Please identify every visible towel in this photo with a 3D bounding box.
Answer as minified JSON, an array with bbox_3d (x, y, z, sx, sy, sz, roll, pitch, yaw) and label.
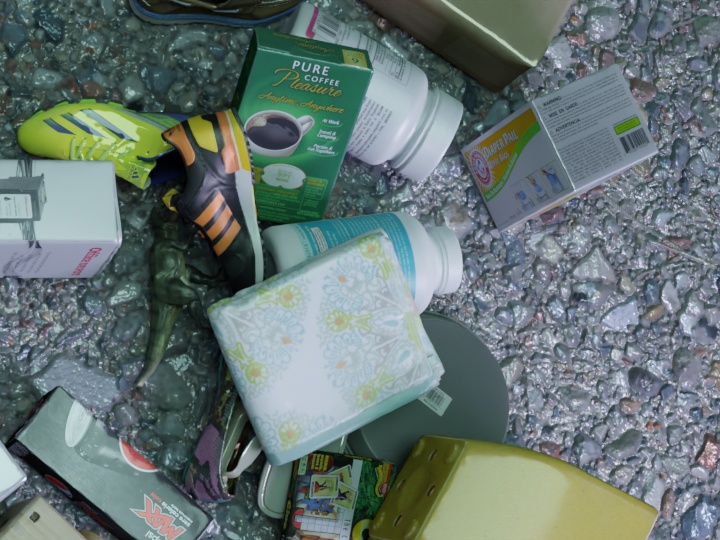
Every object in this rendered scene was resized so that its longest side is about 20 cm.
[{"bbox_3d":[-0.031,0.072,1.699,0.199,0.048,0.172,-26,104,-16],"label":"towel"}]

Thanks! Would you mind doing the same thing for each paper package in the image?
[{"bbox_3d":[0.129,-0.326,1.901,0.199,0.103,0.191,33,70,-10],"label":"paper package"}]

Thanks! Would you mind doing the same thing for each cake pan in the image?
[{"bbox_3d":[0.069,0.138,1.821,0.199,0.037,0.202,4,78,-19],"label":"cake pan"}]

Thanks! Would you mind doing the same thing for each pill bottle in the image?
[{"bbox_3d":[-0.001,-0.180,1.818,0.199,0.113,0.114,29,71,-12],"label":"pill bottle"},{"bbox_3d":[0.000,0.000,1.784,0.199,0.111,0.112,-7,82,-20],"label":"pill bottle"}]

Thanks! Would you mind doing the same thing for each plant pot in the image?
[{"bbox_3d":[0.128,0.260,1.710,0.200,0.195,0.195,34,77,-18],"label":"plant pot"}]

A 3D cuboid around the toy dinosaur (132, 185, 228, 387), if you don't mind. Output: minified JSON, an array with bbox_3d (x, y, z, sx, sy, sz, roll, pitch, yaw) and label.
[{"bbox_3d":[-0.175,0.020,1.756,0.088,0.047,0.201,7,81,-15],"label":"toy dinosaur"}]

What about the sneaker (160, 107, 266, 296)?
[{"bbox_3d":[-0.146,-0.058,1.712,0.089,0.070,0.201,-10,115,-9],"label":"sneaker"}]

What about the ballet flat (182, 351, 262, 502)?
[{"bbox_3d":[-0.114,0.134,1.734,0.071,0.069,0.201,9,73,28],"label":"ballet flat"}]

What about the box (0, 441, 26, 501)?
[{"bbox_3d":[-0.438,0.170,1.558,0.199,0.171,0.200,-37,93,-22],"label":"box"}]

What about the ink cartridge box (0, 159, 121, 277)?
[{"bbox_3d":[-0.336,-0.047,1.653,0.199,0.145,0.084,-1,77,-20],"label":"ink cartridge box"}]

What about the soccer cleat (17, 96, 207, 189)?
[{"bbox_3d":[-0.237,-0.120,1.731,0.199,0.065,0.084,1,64,-9],"label":"soccer cleat"}]

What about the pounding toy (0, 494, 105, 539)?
[{"bbox_3d":[-0.254,0.289,1.586,0.184,0.200,0.142,45,68,-7],"label":"pounding toy"}]

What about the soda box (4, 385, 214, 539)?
[{"bbox_3d":[-0.239,0.201,1.683,0.200,0.063,0.071,42,69,-8],"label":"soda box"}]

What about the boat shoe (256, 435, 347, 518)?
[{"bbox_3d":[-0.053,0.150,1.758,0.075,0.062,0.201,25,86,-28],"label":"boat shoe"}]

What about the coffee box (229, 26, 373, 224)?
[{"bbox_3d":[-0.072,-0.138,1.748,0.122,0.201,0.044,9,36,-14],"label":"coffee box"}]

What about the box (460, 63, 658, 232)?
[{"bbox_3d":[0.202,-0.124,1.834,0.112,0.200,0.102,-25,88,-20],"label":"box"}]

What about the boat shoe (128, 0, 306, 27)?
[{"bbox_3d":[-0.135,-0.292,1.814,0.199,0.072,0.073,-12,84,-22],"label":"boat shoe"}]

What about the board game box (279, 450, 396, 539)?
[{"bbox_3d":[-0.031,0.281,1.734,0.104,0.023,0.201,9,91,-25],"label":"board game box"}]
